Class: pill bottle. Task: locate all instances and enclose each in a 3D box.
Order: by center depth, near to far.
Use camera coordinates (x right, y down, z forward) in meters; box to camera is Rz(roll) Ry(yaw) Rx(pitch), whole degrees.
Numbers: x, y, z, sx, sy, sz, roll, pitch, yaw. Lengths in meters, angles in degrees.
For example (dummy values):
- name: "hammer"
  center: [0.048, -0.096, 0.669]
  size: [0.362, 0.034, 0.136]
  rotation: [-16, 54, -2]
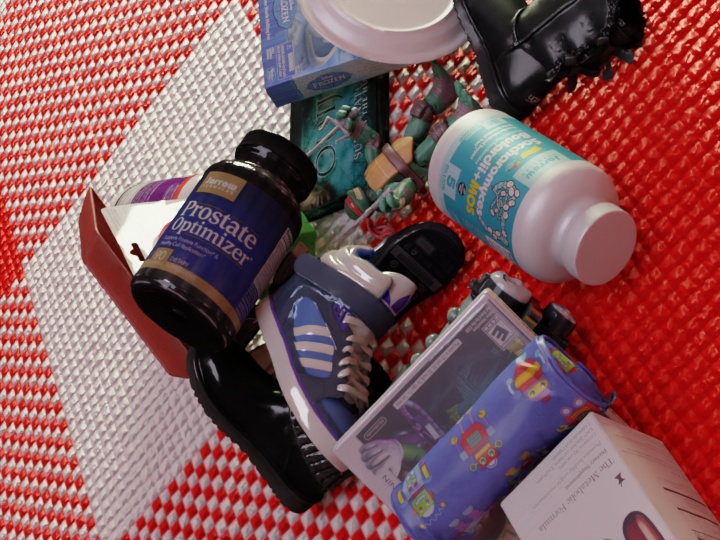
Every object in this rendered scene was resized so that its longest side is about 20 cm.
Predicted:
- name: "pill bottle"
  center: [0.156, -0.061, 1.255]
  size: [0.200, 0.110, 0.112]
  rotation: [38, 101, 47]
- name: "pill bottle"
  center: [-0.124, -0.033, 1.343]
  size: [0.111, 0.112, 0.201]
  rotation: [2, 53, 46]
- name: "pill bottle"
  center: [-0.222, -0.050, 1.641]
  size: [0.198, 0.112, 0.114]
  rotation: [-5, 69, 45]

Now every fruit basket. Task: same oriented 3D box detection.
- name: "fruit basket"
  center: [-0.154, -0.025, 1.473]
  size: [0.186, 0.197, 0.095]
  rotation: [-129, 33, -48]

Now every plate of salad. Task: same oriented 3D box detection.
- name: "plate of salad"
  center: [0.029, -0.281, 1.441]
  size: [0.048, 0.197, 0.202]
  rotation: [101, 161, -55]

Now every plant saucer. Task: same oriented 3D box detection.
- name: "plant saucer"
  center: [-0.242, 0.019, 1.509]
  size: [0.036, 0.201, 0.200]
  rotation: [-34, 20, 0]

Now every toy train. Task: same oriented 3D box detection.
- name: "toy train"
  center: [0.099, 0.097, 1.229]
  size: [0.201, 0.113, 0.085]
  rotation: [-53, 5, 14]

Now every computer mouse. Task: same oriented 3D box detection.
- name: "computer mouse"
  center: [0.000, 0.000, 1.382]
  size: [0.200, 0.140, 0.046]
  rotation: [-46, 19, 25]

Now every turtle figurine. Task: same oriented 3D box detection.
- name: "turtle figurine"
  center: [0.032, -0.114, 1.417]
  size: [0.200, 0.101, 0.150]
  rotation: [-44, 54, 4]

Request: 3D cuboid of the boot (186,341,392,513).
- name: "boot"
  center: [-0.058, 0.119, 1.371]
  size: [0.157, 0.079, 0.212]
  rotation: [-40, 91, 31]

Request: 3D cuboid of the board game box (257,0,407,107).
- name: "board game box"
  center: [-0.016, -0.297, 1.536]
  size: [0.196, 0.043, 0.203]
  rotation: [-15, 59, 14]

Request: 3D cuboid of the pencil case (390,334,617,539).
- name: "pencil case"
  center: [0.113, 0.141, 1.131]
  size: [0.200, 0.086, 0.078]
  rotation: [-48, 60, 18]

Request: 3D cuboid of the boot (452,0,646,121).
- name: "boot"
  center: [0.178, -0.254, 1.346]
  size: [0.162, 0.073, 0.201]
  rotation: [-34, 58, 34]

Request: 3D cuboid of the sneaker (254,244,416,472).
- name: "sneaker"
  center: [-0.004, 0.066, 1.287]
  size: [0.145, 0.081, 0.201]
  rotation: [-32, 55, 7]

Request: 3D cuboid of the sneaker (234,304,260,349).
- name: "sneaker"
  center: [-0.167, 0.043, 1.510]
  size: [0.081, 0.086, 0.200]
  rotation: [-54, 21, -8]

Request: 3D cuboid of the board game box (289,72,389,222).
- name: "board game box"
  center: [-0.025, -0.162, 1.548]
  size: [0.134, 0.028, 0.203]
  rotation: [-20, 59, 38]

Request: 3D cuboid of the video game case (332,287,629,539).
- name: "video game case"
  center: [0.104, 0.148, 1.187]
  size: [0.182, 0.023, 0.200]
  rotation: [44, 107, 0]

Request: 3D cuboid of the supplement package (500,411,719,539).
- name: "supplement package"
  center: [0.216, 0.227, 1.062]
  size: [0.114, 0.109, 0.201]
  rotation: [-49, 46, 19]

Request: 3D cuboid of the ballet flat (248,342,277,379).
- name: "ballet flat"
  center: [-0.076, 0.091, 1.473]
  size: [0.200, 0.069, 0.070]
  rotation: [-41, 47, 28]
